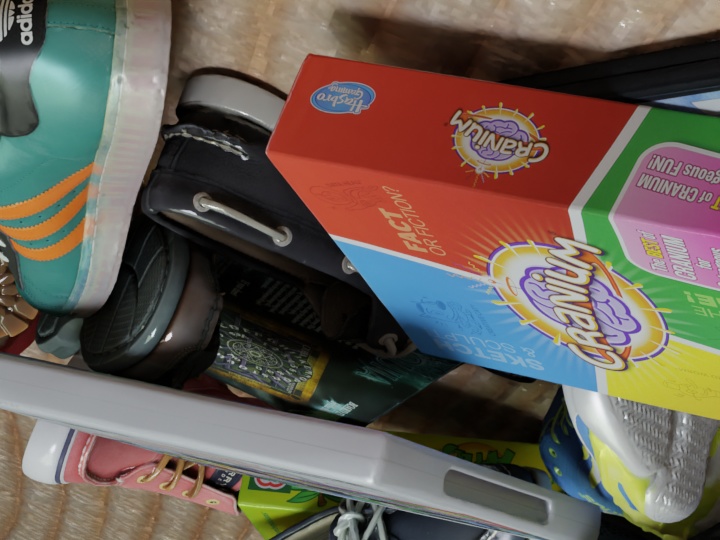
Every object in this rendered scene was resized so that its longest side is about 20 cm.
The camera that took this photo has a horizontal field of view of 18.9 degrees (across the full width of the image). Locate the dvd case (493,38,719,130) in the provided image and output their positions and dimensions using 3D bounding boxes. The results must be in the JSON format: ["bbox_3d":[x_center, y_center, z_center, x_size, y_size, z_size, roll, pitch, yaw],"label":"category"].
[{"bbox_3d":[0.148,-0.012,0.715,0.200,0.018,0.143,34,159,-30],"label":"dvd case"}]

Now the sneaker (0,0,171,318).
[{"bbox_3d":[-0.123,-0.046,0.810,0.080,0.071,0.200,6,150,-12],"label":"sneaker"}]

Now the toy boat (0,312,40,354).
[{"bbox_3d":[-0.237,0.053,1.049,0.130,0.200,0.131,16,117,9],"label":"toy boat"}]

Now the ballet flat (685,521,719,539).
[{"bbox_3d":[0.164,0.116,0.839,0.200,0.057,0.066,-29,151,12],"label":"ballet flat"}]

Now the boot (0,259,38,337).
[{"bbox_3d":[-0.244,-0.018,0.962,0.200,0.075,0.107,5,-151,-14],"label":"boot"}]

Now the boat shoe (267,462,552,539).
[{"bbox_3d":[0.005,0.129,0.984,0.062,0.075,0.200,32,143,-26],"label":"boat shoe"}]

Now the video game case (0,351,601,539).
[{"bbox_3d":[-0.029,0.073,0.869,0.200,0.023,0.182,8,171,33],"label":"video game case"}]

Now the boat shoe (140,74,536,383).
[{"bbox_3d":[0.000,0.000,0.847,0.200,0.060,0.074,36,159,-32],"label":"boat shoe"}]

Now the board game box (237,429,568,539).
[{"bbox_3d":[0.050,0.121,1.066,0.200,0.048,0.102,4,156,15],"label":"board game box"}]

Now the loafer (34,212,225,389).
[{"bbox_3d":[-0.084,0.018,0.910,0.063,0.072,0.200,25,172,-18],"label":"loafer"}]

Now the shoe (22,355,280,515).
[{"bbox_3d":[-0.095,0.080,1.074,0.091,0.072,0.200,25,-173,8],"label":"shoe"}]

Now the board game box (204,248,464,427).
[{"bbox_3d":[-0.034,0.023,0.995,0.135,0.028,0.200,26,160,-9],"label":"board game box"}]

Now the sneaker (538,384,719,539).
[{"bbox_3d":[0.104,0.069,0.890,0.105,0.076,0.200,10,157,35],"label":"sneaker"}]

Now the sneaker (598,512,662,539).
[{"bbox_3d":[0.159,0.174,0.932,0.199,0.076,0.114,26,-158,7],"label":"sneaker"}]

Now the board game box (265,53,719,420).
[{"bbox_3d":[0.087,-0.003,0.716,0.200,0.040,0.153,12,158,30],"label":"board game box"}]
